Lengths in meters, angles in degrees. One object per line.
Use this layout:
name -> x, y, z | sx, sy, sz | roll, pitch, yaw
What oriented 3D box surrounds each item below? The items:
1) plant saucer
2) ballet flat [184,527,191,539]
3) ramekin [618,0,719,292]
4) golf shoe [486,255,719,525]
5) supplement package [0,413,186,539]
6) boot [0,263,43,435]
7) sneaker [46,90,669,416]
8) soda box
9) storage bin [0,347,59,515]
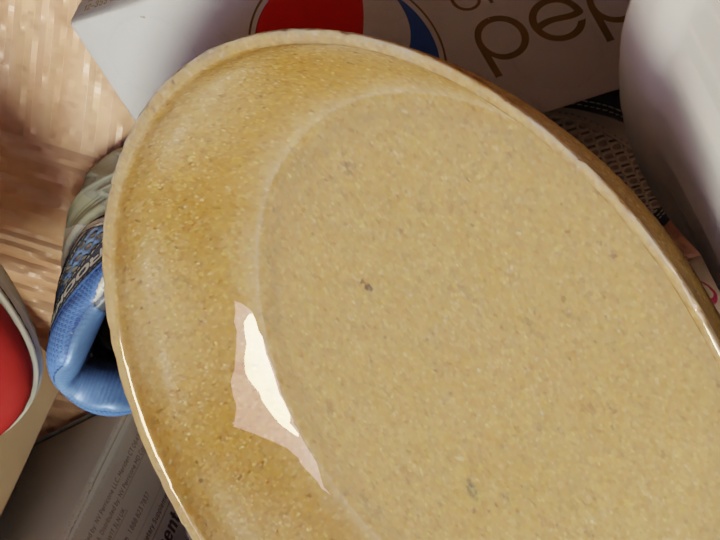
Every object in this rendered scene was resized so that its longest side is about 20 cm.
plant saucer -> 0.023, 0.031, 0.678 | 0.200, 0.035, 0.201 | 24, 130, 32
ballet flat -> -0.006, 0.135, 0.834 | 0.072, 0.201, 0.072 | -10, 157, -4
ramekin -> 0.164, -0.030, 0.625 | 0.200, 0.098, 0.201 | -9, 140, -7
golf shoe -> 0.063, 0.066, 0.804 | 0.077, 0.088, 0.200 | 55, 164, 21
supplement package -> -0.127, 0.155, 0.896 | 0.200, 0.156, 0.111 | -27, 115, 35
boot -> -0.165, 0.007, 0.718 | 0.200, 0.144, 0.072 | 37, 108, -22
sneaker -> 0.000, 0.000, 0.771 | 0.200, 0.085, 0.077 | -17, 121, 29
soda box -> 0.032, -0.080, 0.708 | 0.200, 0.064, 0.068 | -17, 121, 29
storage bin -> -0.205, 0.100, 0.849 | 0.198, 0.200, 0.094 | -27, 117, 35
